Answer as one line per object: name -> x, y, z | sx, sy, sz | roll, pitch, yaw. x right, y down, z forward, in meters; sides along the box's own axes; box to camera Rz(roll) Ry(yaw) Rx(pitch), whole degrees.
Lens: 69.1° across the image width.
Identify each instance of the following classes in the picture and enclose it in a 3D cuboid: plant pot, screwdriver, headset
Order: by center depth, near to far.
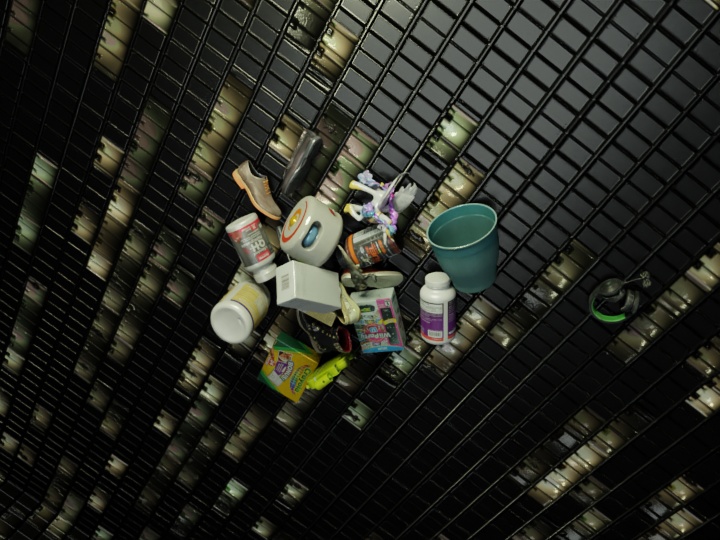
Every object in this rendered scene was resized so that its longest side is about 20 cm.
headset -> 0.731, 0.078, 1.463 | 0.122, 0.095, 0.202 | 31, 128, -1
plant pot -> 0.304, -0.051, 1.473 | 0.194, 0.203, 0.191 | -11, 126, 18
screwdriver -> -0.227, -0.048, 1.656 | 0.029, 0.027, 0.205 | -30, 80, 50

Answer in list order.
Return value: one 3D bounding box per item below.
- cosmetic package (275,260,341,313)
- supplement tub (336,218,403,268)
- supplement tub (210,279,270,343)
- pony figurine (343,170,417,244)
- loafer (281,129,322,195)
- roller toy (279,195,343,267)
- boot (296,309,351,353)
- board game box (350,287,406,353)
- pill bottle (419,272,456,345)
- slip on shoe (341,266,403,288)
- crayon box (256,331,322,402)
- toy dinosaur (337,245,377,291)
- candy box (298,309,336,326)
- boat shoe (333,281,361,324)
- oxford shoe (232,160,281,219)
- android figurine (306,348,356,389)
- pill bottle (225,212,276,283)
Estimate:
cosmetic package -> -0.148, 0.052, 1.519 | 0.080, 0.198, 0.116 | -20, 65, 34
supplement tub -> 0.025, -0.072, 1.573 | 0.196, 0.107, 0.109 | -22, 107, 22
supplement tub -> -0.386, 0.128, 1.713 | 0.141, 0.201, 0.150 | 5, 115, 12
pony figurine -> 0.060, -0.198, 1.481 | 0.198, 0.166, 0.196 | 35, 95, 27
loafer -> -0.184, -0.320, 1.548 | 0.063, 0.071, 0.202 | 41, 112, 16
roller toy -> -0.150, -0.118, 1.541 | 0.138, 0.205, 0.181 | 30, 141, -26
boot -> -0.118, 0.190, 1.714 | 0.148, 0.073, 0.204 | -1, 119, 42
board game box -> 0.056, 0.162, 1.674 | 0.143, 0.065, 0.204 | -7, 122, 18
pill bottle -> 0.237, 0.115, 1.596 | 0.109, 0.113, 0.206 | 2, 113, 13
slip on shoe -> 0.036, 0.014, 1.632 | 0.193, 0.063, 0.075 | 1, 142, 2
crayon box -> -0.252, 0.343, 1.852 | 0.169, 0.059, 0.203 | 30, 117, 0
toy dinosaur -> 0.000, 0.000, 1.538 | 0.085, 0.048, 0.203 | -5, 135, 19
candy box -> -0.157, 0.089, 1.684 | 0.196, 0.116, 0.056 | 26, 117, 2
boat shoe -> -0.076, 0.088, 1.612 | 0.200, 0.062, 0.075 | 43, 131, 35
oxford shoe -> -0.304, -0.244, 1.604 | 0.072, 0.072, 0.201 | -38, 100, 20
android figurine -> -0.103, 0.333, 1.742 | 0.198, 0.182, 0.041 | -37, 93, 23
pill bottle -> -0.338, -0.069, 1.665 | 0.108, 0.111, 0.204 | -17, 108, 20
